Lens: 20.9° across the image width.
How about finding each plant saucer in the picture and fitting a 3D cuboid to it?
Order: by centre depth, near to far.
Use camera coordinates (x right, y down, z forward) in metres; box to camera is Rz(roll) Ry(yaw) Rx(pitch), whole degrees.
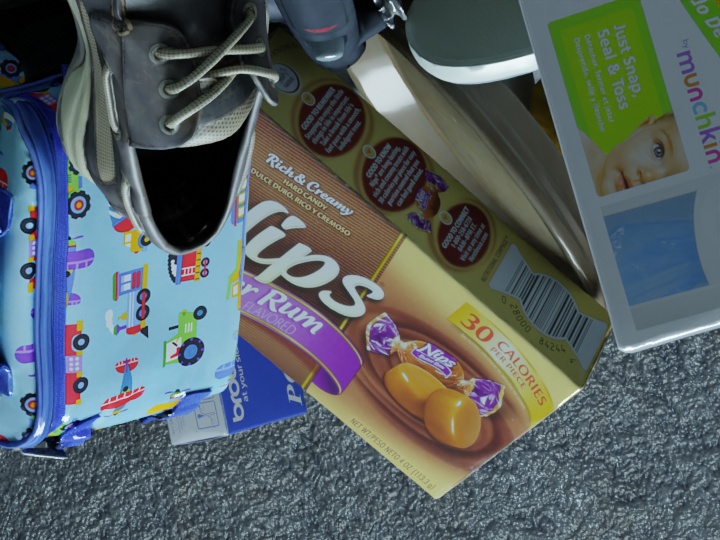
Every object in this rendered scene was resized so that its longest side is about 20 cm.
[{"bbox_3d":[0.055,-0.055,0.924,0.029,0.200,0.200,-40,180,-6],"label":"plant saucer"}]

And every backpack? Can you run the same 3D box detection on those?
[{"bbox_3d":[-0.159,-0.013,0.780,0.200,0.183,0.134,-9,-154,-41],"label":"backpack"}]

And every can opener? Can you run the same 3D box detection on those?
[{"bbox_3d":[-0.021,-0.113,0.739,0.078,0.063,0.200,-18,178,-2],"label":"can opener"}]

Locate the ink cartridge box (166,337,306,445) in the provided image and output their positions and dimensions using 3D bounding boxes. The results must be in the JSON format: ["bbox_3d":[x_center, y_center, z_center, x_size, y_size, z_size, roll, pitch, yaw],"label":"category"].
[{"bbox_3d":[-0.091,-0.003,1.166,0.044,0.200,0.094,-12,179,29],"label":"ink cartridge box"}]

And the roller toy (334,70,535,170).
[{"bbox_3d":[0.017,-0.067,1.112,0.182,0.140,0.200,-4,-169,45],"label":"roller toy"}]

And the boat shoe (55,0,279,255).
[{"bbox_3d":[-0.055,-0.076,0.642,0.074,0.073,0.200,-28,156,-20],"label":"boat shoe"}]

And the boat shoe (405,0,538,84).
[{"bbox_3d":[0.116,-0.122,0.816,0.201,0.070,0.072,-27,148,-2],"label":"boat shoe"}]

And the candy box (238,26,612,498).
[{"bbox_3d":[0.000,0.000,0.872,0.117,0.200,0.056,-42,-169,43],"label":"candy box"}]

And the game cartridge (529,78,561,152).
[{"bbox_3d":[0.153,-0.073,1.068,0.176,0.032,0.200,-45,151,-27],"label":"game cartridge"}]

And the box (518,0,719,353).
[{"bbox_3d":[0.124,-0.083,0.702,0.112,0.200,0.101,-17,177,15],"label":"box"}]

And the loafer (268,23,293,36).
[{"bbox_3d":[-0.068,-0.028,0.968,0.068,0.201,0.070,10,157,37],"label":"loafer"}]
